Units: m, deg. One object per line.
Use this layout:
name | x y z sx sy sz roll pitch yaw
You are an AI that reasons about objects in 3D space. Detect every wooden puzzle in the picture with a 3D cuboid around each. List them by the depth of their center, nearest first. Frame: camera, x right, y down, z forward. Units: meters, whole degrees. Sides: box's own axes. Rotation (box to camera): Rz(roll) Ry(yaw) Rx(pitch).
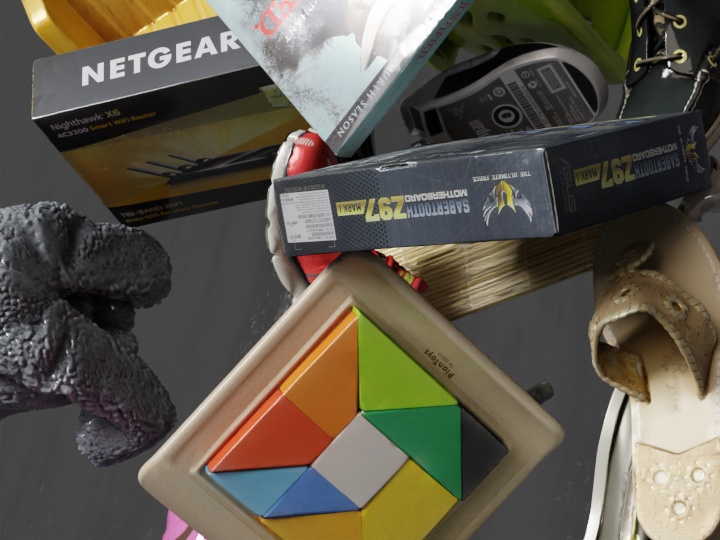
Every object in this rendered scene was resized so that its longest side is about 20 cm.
wooden puzzle | -0.003 0.114 0.966 0.200 0.185 0.037 -46 17 5

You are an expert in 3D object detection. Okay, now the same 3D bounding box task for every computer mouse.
computer mouse | 0.069 -0.101 1.048 0.200 0.110 0.044 -18 38 26

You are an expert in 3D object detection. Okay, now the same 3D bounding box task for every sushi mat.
sushi mat | 0.068 -0.012 1.083 0.200 0.012 0.096 -21 57 20

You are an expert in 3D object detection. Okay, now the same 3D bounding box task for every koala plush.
koala plush | -0.263 0.055 1.162 0.200 0.184 0.178 -24 55 33

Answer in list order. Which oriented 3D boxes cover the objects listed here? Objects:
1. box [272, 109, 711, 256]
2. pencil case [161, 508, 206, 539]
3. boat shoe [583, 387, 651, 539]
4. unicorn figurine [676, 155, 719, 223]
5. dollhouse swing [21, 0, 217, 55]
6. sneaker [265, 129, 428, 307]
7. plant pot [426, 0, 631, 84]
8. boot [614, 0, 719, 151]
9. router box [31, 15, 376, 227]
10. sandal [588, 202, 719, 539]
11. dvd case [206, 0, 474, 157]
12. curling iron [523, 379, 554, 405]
box | 0.074 -0.049 0.919 0.200 0.158 0.051 -3 100 42
pencil case | -0.101 0.193 1.029 0.091 0.094 0.200 10 71 15
boat shoe | 0.165 0.135 0.915 0.060 0.072 0.202 9 77 34
unicorn figurine | 0.241 -0.013 0.935 0.200 0.074 0.137 -6 54 49
dollhouse swing | -0.135 -0.189 1.210 0.200 0.182 0.176 -30 44 14
sneaker | 0.000 0.000 1.027 0.085 0.200 0.077 -2 27 28
plant pot | 0.085 -0.250 1.085 0.181 0.200 0.199 2 67 40
boot | 0.178 -0.166 0.978 0.073 0.154 0.204 0 47 39
router box | -0.104 -0.105 1.121 0.200 0.157 0.052 -12 60 13
sandal | 0.160 0.043 0.871 0.078 0.070 0.212 -15 63 23
dvd case | -0.026 -0.190 0.995 0.146 0.022 0.200 -50 65 24
curling iron | 0.030 0.116 1.004 0.200 0.050 0.026 -23 29 -1
